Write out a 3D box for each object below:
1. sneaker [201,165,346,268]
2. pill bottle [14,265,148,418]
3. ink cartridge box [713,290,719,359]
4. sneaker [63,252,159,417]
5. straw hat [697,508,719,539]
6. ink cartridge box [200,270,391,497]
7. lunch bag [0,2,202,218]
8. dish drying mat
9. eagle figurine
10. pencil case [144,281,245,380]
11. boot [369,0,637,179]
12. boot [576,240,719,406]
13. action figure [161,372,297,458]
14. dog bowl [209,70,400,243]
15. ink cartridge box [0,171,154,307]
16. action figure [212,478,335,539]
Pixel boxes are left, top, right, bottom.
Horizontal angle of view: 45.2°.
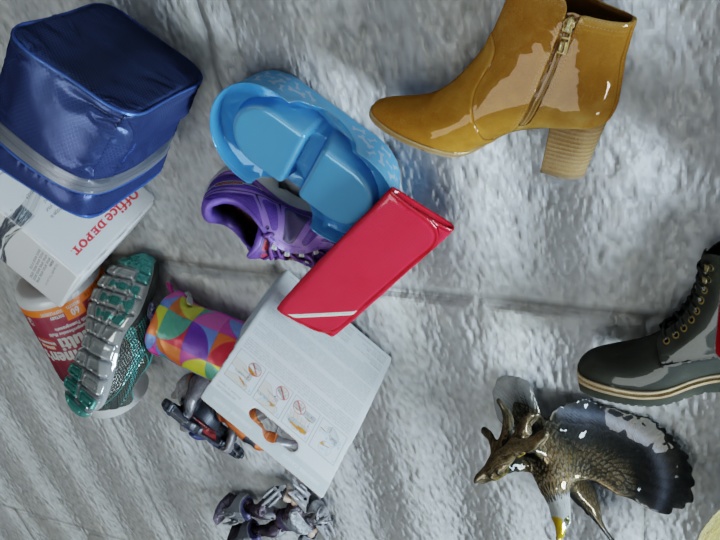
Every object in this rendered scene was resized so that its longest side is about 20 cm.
[{"bbox_3d":[-0.072,-0.029,0.871,0.197,0.084,0.081,26,136,3],"label":"sneaker"},{"bbox_3d":[-0.347,0.084,1.100,0.107,0.110,0.203,3,128,26],"label":"pill bottle"},{"bbox_3d":[0.343,0.002,0.582,0.172,0.201,0.085,21,135,9],"label":"ink cartridge box"},{"bbox_3d":[-0.284,0.078,1.043,0.077,0.204,0.091,25,-178,28],"label":"sneaker"},{"bbox_3d":[0.421,0.250,0.833,0.196,0.085,0.206,8,120,14],"label":"straw hat"},{"bbox_3d":[-0.067,0.119,0.910,0.159,0.201,0.047,40,135,-9],"label":"ink cartridge box"},{"bbox_3d":[-0.244,-0.145,0.795,0.135,0.200,0.133,35,118,0],"label":"lunch bag"},{"bbox_3d":[0.000,0.000,0.830,0.076,0.018,0.200,28,133,-21],"label":"dish drying mat"},{"bbox_3d":[0.220,0.207,0.903,0.196,0.155,0.151,13,-175,-22],"label":"eagle figurine"},{"bbox_3d":[-0.161,0.092,1.025,0.196,0.089,0.090,24,135,8],"label":"pencil case"},{"bbox_3d":[0.106,-0.161,0.680,0.196,0.071,0.147,15,127,13],"label":"boot"},{"bbox_3d":[0.279,0.037,0.749,0.195,0.078,0.141,-10,119,19],"label":"boot"},{"bbox_3d":[-0.158,0.187,1.122,0.190,0.106,0.201,20,162,21],"label":"action figure"},{"bbox_3d":[-0.047,-0.109,0.814,0.198,0.050,0.112,36,135,-2],"label":"dog bowl"},{"bbox_3d":[-0.346,-0.084,0.931,0.199,0.146,0.084,41,136,-9],"label":"ink cartridge box"},{"bbox_3d":[-0.119,0.360,1.240,0.197,0.069,0.132,-16,109,33],"label":"action figure"}]
